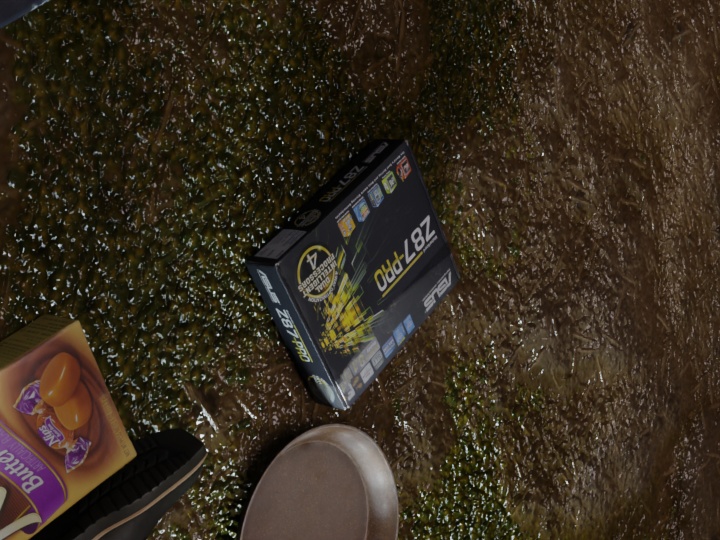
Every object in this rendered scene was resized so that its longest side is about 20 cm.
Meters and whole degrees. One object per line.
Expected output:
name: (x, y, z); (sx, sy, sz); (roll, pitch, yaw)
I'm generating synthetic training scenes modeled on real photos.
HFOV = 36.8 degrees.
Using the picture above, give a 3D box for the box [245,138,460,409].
box: (0.000, 0.000, 0.995); (0.200, 0.049, 0.163); (-45, 125, -35)

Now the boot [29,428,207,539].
boot: (-0.184, 0.227, 0.814); (0.199, 0.077, 0.140); (-35, 121, -24)

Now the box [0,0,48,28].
box: (-0.231, -0.216, 0.638); (0.200, 0.194, 0.119); (-42, 122, -35)

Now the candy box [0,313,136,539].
candy box: (-0.259, 0.131, 0.734); (0.199, 0.056, 0.118); (-37, 118, -36)

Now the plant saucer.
plant saucer: (-0.042, 0.238, 0.978); (0.198, 0.034, 0.205); (-5, 97, -45)
